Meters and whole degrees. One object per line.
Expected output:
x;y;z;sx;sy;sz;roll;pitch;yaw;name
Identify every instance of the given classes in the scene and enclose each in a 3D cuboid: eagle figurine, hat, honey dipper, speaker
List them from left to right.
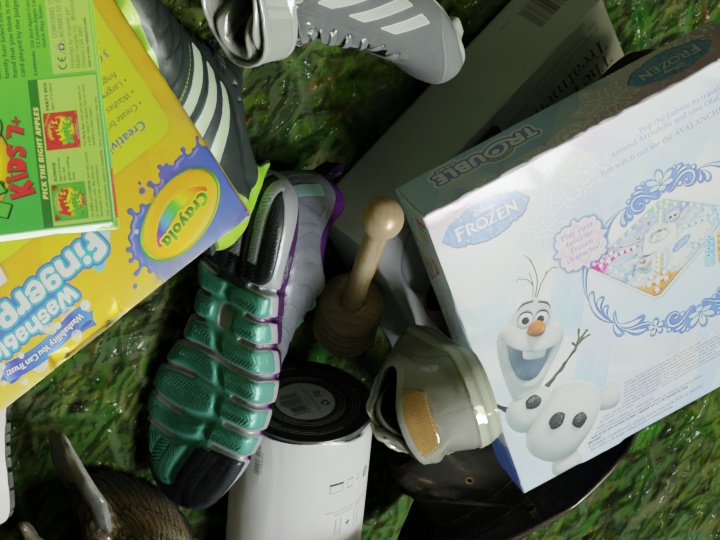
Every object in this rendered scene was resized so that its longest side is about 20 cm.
-0.117;0.175;1.563;0.199;0.153;0.151;6;155;-34;eagle figurine
-0.039;0.156;1.683;0.081;0.081;0.201;-24;133;-36;speaker
0.000;0.000;1.569;0.038;0.038;0.200;-43;170;-17;honey dipper
0.074;0.092;1.727;0.201;0.200;0.081;-46;107;-13;hat

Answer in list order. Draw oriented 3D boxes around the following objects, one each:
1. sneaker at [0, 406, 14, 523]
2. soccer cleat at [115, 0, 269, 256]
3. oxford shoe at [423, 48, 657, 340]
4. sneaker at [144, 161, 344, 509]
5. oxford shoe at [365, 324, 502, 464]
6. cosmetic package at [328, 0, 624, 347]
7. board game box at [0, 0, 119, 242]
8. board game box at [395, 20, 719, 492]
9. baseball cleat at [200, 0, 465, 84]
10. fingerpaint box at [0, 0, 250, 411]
-0.221;0.064;1.416;0.087;0.076;0.201;-24;134;-27;sneaker
-0.098;-0.094;1.448;0.081;0.067;0.200;-62;147;-33;soccer cleat
0.109;-0.041;1.625;0.072;0.071;0.201;28;95;-49;oxford shoe
-0.053;0.037;1.586;0.087;0.074;0.201;-14;129;-52;sneaker
0.029;0.072;1.601;0.057;0.200;0.076;-20;93;-8;oxford shoe
0.077;-0.053;1.681;0.200;0.052;0.151;-47;146;-12;cosmetic package
-0.169;-0.112;1.261;0.101;0.048;0.201;-7;93;-27;board game box
0.140;-0.006;1.600;0.199;0.043;0.200;-27;126;-9;board game box
-0.022;-0.133;1.488;0.200;0.070;0.107;43;71;-43;baseball cleat
-0.178;-0.034;1.325;0.200;0.073;0.167;-40;107;-21;fingerpaint box
